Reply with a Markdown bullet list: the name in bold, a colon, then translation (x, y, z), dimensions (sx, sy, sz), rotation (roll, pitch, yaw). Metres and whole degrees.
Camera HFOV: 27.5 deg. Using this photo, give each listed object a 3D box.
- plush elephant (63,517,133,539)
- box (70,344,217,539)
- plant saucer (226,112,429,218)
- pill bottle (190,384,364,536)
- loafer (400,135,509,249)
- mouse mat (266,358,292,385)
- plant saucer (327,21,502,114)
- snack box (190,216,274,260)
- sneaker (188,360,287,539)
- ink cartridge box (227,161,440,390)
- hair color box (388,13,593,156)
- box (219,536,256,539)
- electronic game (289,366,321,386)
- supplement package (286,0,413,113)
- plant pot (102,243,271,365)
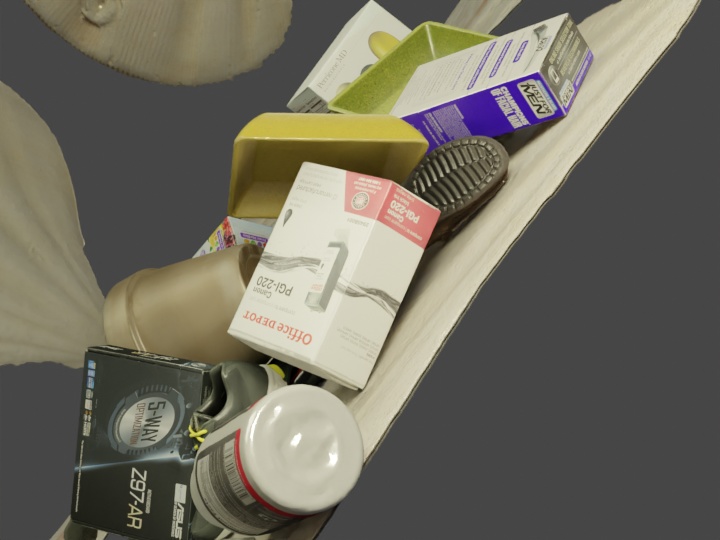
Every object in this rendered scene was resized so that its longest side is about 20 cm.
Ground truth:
- **plush elephant**: translation (-0.246, 0.249, 1.756), dimensions (0.164, 0.155, 0.201), rotation (4, 94, 38)
- **box**: translation (-0.234, 0.192, 1.613), dimensions (0.044, 0.160, 0.201), rotation (-3, -79, -62)
- **plant saucer**: translation (-0.040, -0.116, 1.584), dimensions (0.200, 0.199, 0.049), rotation (108, 160, -66)
- **pill bottle**: translation (-0.084, 0.176, 1.310), dimensions (0.111, 0.111, 0.200), rotation (-57, 11, -28)
- **loafer**: translation (0.077, -0.070, 1.550), dimensions (0.200, 0.073, 0.071), rotation (-35, -23, 22)
- **mouse mat**: translation (-0.126, 0.176, 1.659), dimensions (0.161, 0.008, 0.200), rotation (-48, 19, 30)
- **plant saucer**: translation (0.097, -0.206, 1.725), dimensions (0.199, 0.048, 0.200), rotation (20, 51, 37)
- **snack box**: translation (-0.119, 0.011, 1.873), dimensions (0.142, 0.200, 0.053), rotation (-47, 46, 33)
- **sneaker**: translation (-0.149, 0.185, 1.545), dimensions (0.074, 0.084, 0.200), rotation (7, 78, 59)
- **ink cartridge box**: translation (-0.029, 0.003, 1.490), dimensions (0.146, 0.085, 0.200), rotation (16, 81, 47)
- **hair color box**: translation (0.135, -0.191, 1.555), dimensions (0.200, 0.065, 0.109), rotation (-16, 32, 39)
- **box**: translation (-0.184, 0.293, 1.382), dimensions (0.144, 0.036, 0.200), rotation (-19, -3, -22)
- **electronic game**: translation (-0.089, 0.130, 1.727), dimensions (0.200, 0.042, 0.200), rotation (-50, 9, 11)
- **supplement package**: translation (0.034, -0.230, 1.982), dimensions (0.152, 0.200, 0.151), rotation (-55, 9, -11)
- **plant pot**: translation (-0.169, 0.059, 1.715), dimensions (0.173, 0.200, 0.200), rotation (-32, 17, 22)
